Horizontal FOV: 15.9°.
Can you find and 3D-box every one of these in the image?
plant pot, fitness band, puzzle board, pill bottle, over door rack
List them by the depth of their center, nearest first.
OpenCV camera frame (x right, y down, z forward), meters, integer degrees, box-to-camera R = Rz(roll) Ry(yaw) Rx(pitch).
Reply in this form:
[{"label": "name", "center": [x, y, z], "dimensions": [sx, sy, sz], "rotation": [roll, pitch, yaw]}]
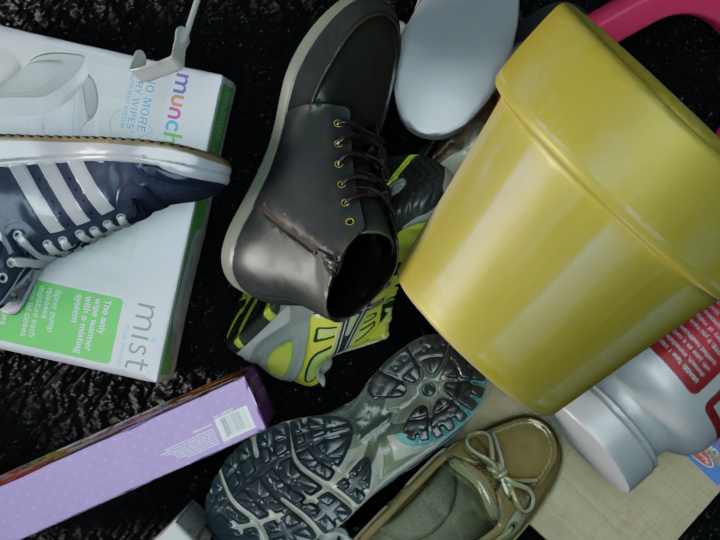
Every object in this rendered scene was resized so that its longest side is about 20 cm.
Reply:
[{"label": "plant pot", "center": [0.130, -0.024, 1.532], "dimensions": [0.201, 0.201, 0.189], "rotation": [42, 99, 0]}, {"label": "over door rack", "center": [-0.042, -0.165, 1.609], "dimensions": [0.066, 0.148, 0.201], "rotation": [4, 61, 41]}, {"label": "pill bottle", "center": [0.212, 0.042, 1.634], "dimensions": [0.200, 0.112, 0.112], "rotation": [-42, 90, -9]}, {"label": "fitness band", "center": [0.175, -0.100, 1.651], "dimensions": [0.199, 0.037, 0.144], "rotation": [-31, 110, -15]}, {"label": "puzzle board", "center": [0.145, 0.097, 1.696], "dimensions": [0.200, 0.017, 0.151], "rotation": [42, 89, 0]}]

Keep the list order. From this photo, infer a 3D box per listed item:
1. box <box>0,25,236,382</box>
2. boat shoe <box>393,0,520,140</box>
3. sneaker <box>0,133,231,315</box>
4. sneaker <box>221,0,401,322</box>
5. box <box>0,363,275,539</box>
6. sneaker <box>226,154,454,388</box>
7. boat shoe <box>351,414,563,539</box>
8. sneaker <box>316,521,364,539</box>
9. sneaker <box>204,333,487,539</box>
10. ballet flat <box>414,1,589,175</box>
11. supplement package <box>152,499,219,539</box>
[{"label": "box", "center": [-0.186, -0.043, 1.661], "dimensions": [0.175, 0.097, 0.201], "rotation": [13, 89, 3]}, {"label": "boat shoe", "center": [0.068, -0.172, 1.654], "dimensions": [0.071, 0.066, 0.201], "rotation": [11, 74, 4]}, {"label": "sneaker", "center": [-0.178, -0.026, 1.576], "dimensions": [0.198, 0.070, 0.109], "rotation": [2, 84, 9]}, {"label": "sneaker", "center": [-0.002, -0.066, 1.569], "dimensions": [0.075, 0.106, 0.201], "rotation": [22, 90, -43]}, {"label": "box", "center": [-0.153, 0.119, 1.639], "dimensions": [0.199, 0.137, 0.039], "rotation": [-24, 91, 0]}, {"label": "sneaker", "center": [0.000, 0.000, 1.649], "dimensions": [0.076, 0.076, 0.200], "rotation": [35, 127, -20]}, {"label": "boat shoe", "center": [0.055, 0.153, 1.627], "dimensions": [0.200, 0.063, 0.073], "rotation": [-31, 78, -24]}, {"label": "sneaker", "center": [0.007, 0.214, 1.673], "dimensions": [0.199, 0.066, 0.091], "rotation": [20, 88, -2]}, {"label": "sneaker", "center": [-0.005, 0.121, 1.642], "dimensions": [0.199, 0.086, 0.078], "rotation": [-30, 74, -4]}, {"label": "ballet flat", "center": [0.087, -0.090, 1.670], "dimensions": [0.073, 0.073, 0.200], "rotation": [40, 90, 0]}, {"label": "supplement package", "center": [-0.093, 0.273, 1.632], "dimensions": [0.152, 0.151, 0.200], "rotation": [-45, 90, 1]}]
